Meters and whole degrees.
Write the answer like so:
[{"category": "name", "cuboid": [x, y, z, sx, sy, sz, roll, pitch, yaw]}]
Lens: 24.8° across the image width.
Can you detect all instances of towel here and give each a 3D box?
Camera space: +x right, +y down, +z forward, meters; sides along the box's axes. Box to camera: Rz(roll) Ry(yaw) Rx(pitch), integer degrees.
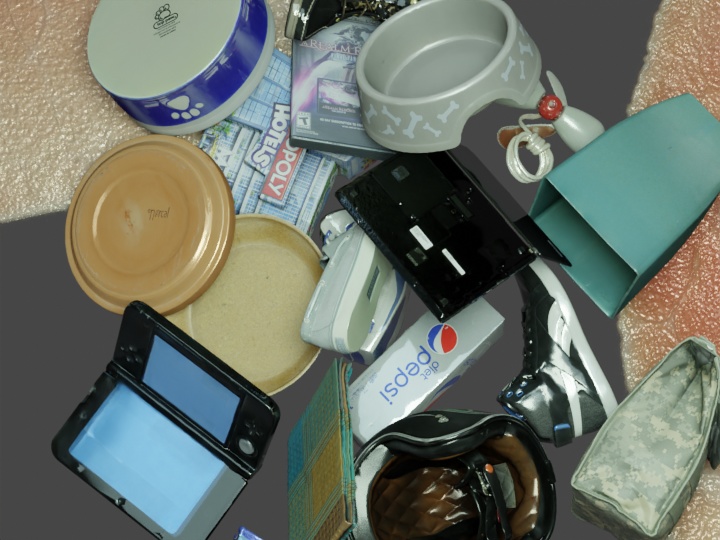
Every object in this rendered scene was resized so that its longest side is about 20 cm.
[{"category": "towel", "cuboid": [-0.039, 0.206, 1.613, 0.021, 0.147, 0.201, 15, 43, -18]}]

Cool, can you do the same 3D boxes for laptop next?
[{"category": "laptop", "cuboid": [0.099, -0.042, 1.675, 0.199, 0.104, 0.178, -33, 69, -21]}]

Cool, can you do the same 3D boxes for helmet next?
[{"category": "helmet", "cuboid": [0.077, 0.230, 1.616, 0.189, 0.199, 0.202, -19, 70, 36]}]

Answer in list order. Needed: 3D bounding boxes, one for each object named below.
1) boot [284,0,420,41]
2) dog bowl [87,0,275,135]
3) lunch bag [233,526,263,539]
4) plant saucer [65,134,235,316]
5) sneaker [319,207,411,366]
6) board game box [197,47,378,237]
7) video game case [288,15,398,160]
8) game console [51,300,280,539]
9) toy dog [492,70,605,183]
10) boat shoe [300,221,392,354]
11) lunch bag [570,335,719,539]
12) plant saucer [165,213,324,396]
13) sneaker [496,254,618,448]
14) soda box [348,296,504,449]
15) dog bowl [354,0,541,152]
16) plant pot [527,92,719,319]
[{"category": "boot", "cuboid": [0.013, -0.289, 1.790, 0.149, 0.074, 0.200, 25, 37, 9]}, {"category": "dog bowl", "cuboid": [-0.196, -0.254, 1.782, 0.198, 0.079, 0.202, -11, 61, 21]}, {"category": "lunch bag", "cuboid": [-0.072, 0.375, 1.643, 0.199, 0.094, 0.152, 29, 74, 0]}, {"category": "plant saucer", "cuboid": [-0.230, -0.049, 1.759, 0.198, 0.032, 0.203, -4, 77, 18]}, {"category": "sneaker", "cuboid": [0.000, -0.001, 1.750, 0.114, 0.081, 0.201, 16, 68, 10]}, {"category": "board game box", "cuboid": [-0.071, -0.134, 1.792, 0.198, 0.062, 0.202, 20, 76, 8]}, {"category": "video game case", "cuboid": [-0.006, -0.204, 1.778, 0.141, 0.019, 0.202, 8, 52, -11]}, {"category": "game console", "cuboid": [-0.204, 0.163, 1.688, 0.199, 0.177, 0.116, 35, 50, 10]}, {"category": "toy dog", "cuboid": [0.168, -0.190, 1.799, 0.131, 0.096, 0.201, -33, 89, -15]}, {"category": "boat shoe", "cuboid": [-0.011, -0.008, 1.669, 0.071, 0.070, 0.202, 6, 56, 22]}, {"category": "lunch bag", "cuboid": [0.302, 0.173, 1.640, 0.117, 0.164, 0.201, 30, 78, 15]}, {"category": "plant saucer", "cuboid": [-0.118, 0.041, 1.740, 0.198, 0.035, 0.203, -4, 77, 16]}, {"category": "sneaker", "cuboid": [0.180, 0.088, 1.714, 0.111, 0.073, 0.202, -25, 76, -7]}, {"category": "soda box", "cuboid": [0.061, 0.105, 1.719, 0.200, 0.064, 0.068, -44, 75, -10]}, {"category": "dog bowl", "cuboid": [0.084, -0.210, 1.681, 0.198, 0.059, 0.201, -15, 41, 13]}, {"category": "plant pot", "cuboid": [0.300, -0.081, 1.731, 0.199, 0.142, 0.141, -39, 76, -16]}]
